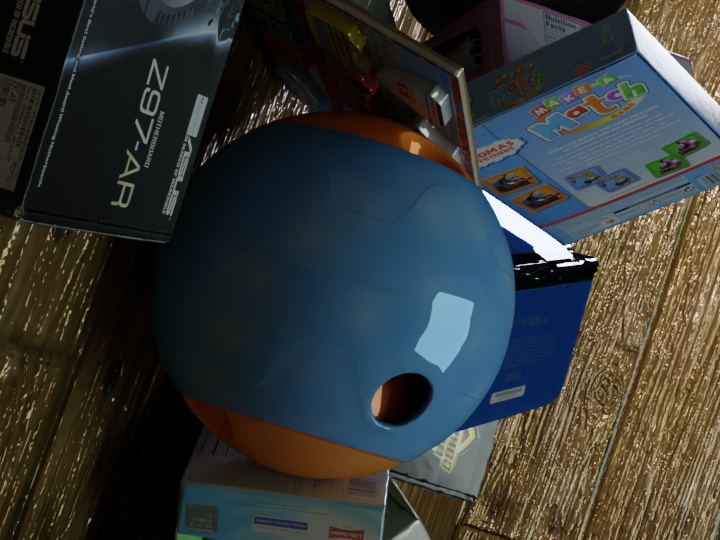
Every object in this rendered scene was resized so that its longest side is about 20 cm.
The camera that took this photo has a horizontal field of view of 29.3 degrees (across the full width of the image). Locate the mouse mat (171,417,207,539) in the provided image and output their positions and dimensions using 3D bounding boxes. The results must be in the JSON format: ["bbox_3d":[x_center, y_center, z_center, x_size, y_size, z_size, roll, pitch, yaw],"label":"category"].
[{"bbox_3d":[-0.099,0.130,0.898,0.161,0.007,0.201,94,4,-47],"label":"mouse mat"}]

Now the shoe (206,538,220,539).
[{"bbox_3d":[-0.076,0.227,0.963,0.071,0.091,0.201,-23,115,-21],"label":"shoe"}]

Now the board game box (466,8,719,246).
[{"bbox_3d":[0.151,-0.085,0.903,0.200,0.151,0.037,26,49,-51],"label":"board game box"}]

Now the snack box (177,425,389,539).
[{"bbox_3d":[-0.037,0.105,0.851,0.200,0.116,0.037,-77,173,-70],"label":"snack box"}]

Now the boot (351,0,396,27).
[{"bbox_3d":[0.012,-0.232,0.872,0.182,0.072,0.201,46,56,-78],"label":"boot"}]

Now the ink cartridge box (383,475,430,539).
[{"bbox_3d":[0.003,0.199,0.974,0.067,0.116,0.200,-36,129,-15],"label":"ink cartridge box"}]

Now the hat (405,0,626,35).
[{"bbox_3d":[0.090,-0.215,0.919,0.081,0.200,0.201,-51,156,-48],"label":"hat"}]

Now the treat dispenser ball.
[{"bbox_3d":[-0.015,0.013,0.759,0.201,0.200,0.202,18,90,-77],"label":"treat dispenser ball"}]

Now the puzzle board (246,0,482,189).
[{"bbox_3d":[0.000,-0.105,0.785,0.017,0.150,0.200,-54,164,-8],"label":"puzzle board"}]

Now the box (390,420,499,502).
[{"bbox_3d":[0.028,0.055,1.051,0.050,0.198,0.201,5,-105,59],"label":"box"}]

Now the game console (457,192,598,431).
[{"bbox_3d":[0.074,0.010,0.993,0.200,0.118,0.172,-5,113,-54],"label":"game console"}]

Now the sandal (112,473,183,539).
[{"bbox_3d":[-0.144,0.209,0.809,0.075,0.048,0.201,90,14,-61],"label":"sandal"}]

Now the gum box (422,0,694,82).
[{"bbox_3d":[0.127,-0.119,0.960,0.113,0.199,0.066,-26,-120,49],"label":"gum box"}]

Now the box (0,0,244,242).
[{"bbox_3d":[-0.099,-0.116,0.583,0.160,0.043,0.201,12,95,-77],"label":"box"}]
